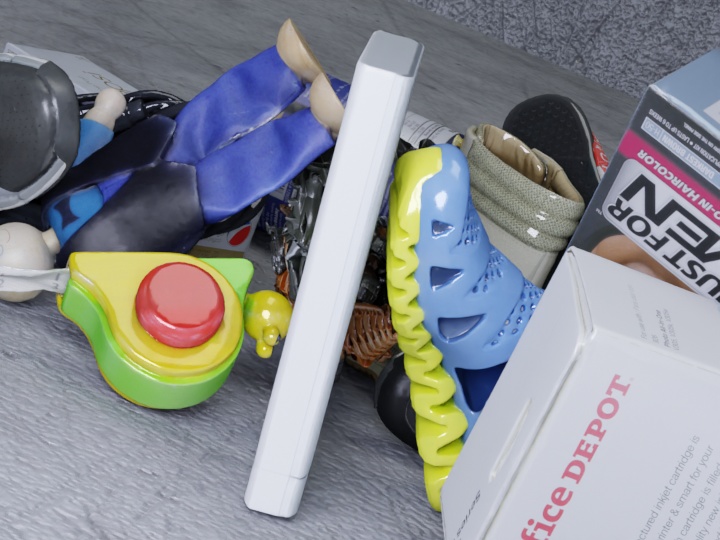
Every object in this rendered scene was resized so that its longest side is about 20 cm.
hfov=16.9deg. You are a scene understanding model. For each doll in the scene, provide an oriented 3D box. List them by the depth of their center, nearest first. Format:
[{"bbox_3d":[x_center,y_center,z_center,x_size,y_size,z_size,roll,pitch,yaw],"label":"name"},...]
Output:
[{"bbox_3d":[-0.103,-0.046,1.204,0.137,0.200,0.048,60,3,34],"label":"doll"}]

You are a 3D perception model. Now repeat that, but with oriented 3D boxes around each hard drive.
[{"bbox_3d":[-0.011,-0.002,1.094,0.027,0.201,0.132,15,12,0],"label":"hard drive"}]

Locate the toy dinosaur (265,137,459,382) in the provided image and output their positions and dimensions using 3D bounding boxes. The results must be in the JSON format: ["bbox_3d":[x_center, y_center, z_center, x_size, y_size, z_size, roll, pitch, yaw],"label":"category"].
[{"bbox_3d":[0.000,0.000,1.255,0.102,0.136,0.200,1,15,-35],"label":"toy dinosaur"}]

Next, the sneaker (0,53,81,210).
[{"bbox_3d":[-0.236,-0.057,1.177,0.200,0.075,0.115,-8,2,41],"label":"sneaker"}]

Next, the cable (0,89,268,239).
[{"bbox_3d":[-0.152,-0.065,1.355,0.199,0.051,0.163,17,36,28],"label":"cable"}]

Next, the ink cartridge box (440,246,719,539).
[{"bbox_3d":[0.153,0.097,1.068,0.199,0.146,0.088,19,25,-13],"label":"ink cartridge box"}]

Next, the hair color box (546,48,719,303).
[{"bbox_3d":[0.150,0.007,1.135,0.099,0.200,0.061,40,43,20],"label":"hair color box"}]

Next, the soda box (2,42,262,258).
[{"bbox_3d":[-0.146,-0.072,1.484,0.200,0.064,0.068,31,16,39],"label":"soda box"}]

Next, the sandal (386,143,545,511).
[{"bbox_3d":[0.059,0.024,1.112,0.087,0.200,0.080,-6,41,10],"label":"sandal"}]

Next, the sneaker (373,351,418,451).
[{"bbox_3d":[0.106,0.089,1.218,0.200,0.070,0.090,21,10,-16],"label":"sneaker"}]

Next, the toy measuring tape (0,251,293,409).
[{"bbox_3d":[-0.126,0.030,1.121,0.199,0.074,0.074,0,19,-18],"label":"toy measuring tape"}]

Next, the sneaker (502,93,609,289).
[{"bbox_3d":[0.131,0.008,1.359,0.108,0.067,0.202,58,18,-57],"label":"sneaker"}]

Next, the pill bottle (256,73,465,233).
[{"bbox_3d":[0.019,-0.047,1.554,0.200,0.112,0.112,26,13,13],"label":"pill bottle"}]

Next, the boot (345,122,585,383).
[{"bbox_3d":[0.044,-0.009,1.328,0.072,0.155,0.200,13,15,-30],"label":"boot"}]
